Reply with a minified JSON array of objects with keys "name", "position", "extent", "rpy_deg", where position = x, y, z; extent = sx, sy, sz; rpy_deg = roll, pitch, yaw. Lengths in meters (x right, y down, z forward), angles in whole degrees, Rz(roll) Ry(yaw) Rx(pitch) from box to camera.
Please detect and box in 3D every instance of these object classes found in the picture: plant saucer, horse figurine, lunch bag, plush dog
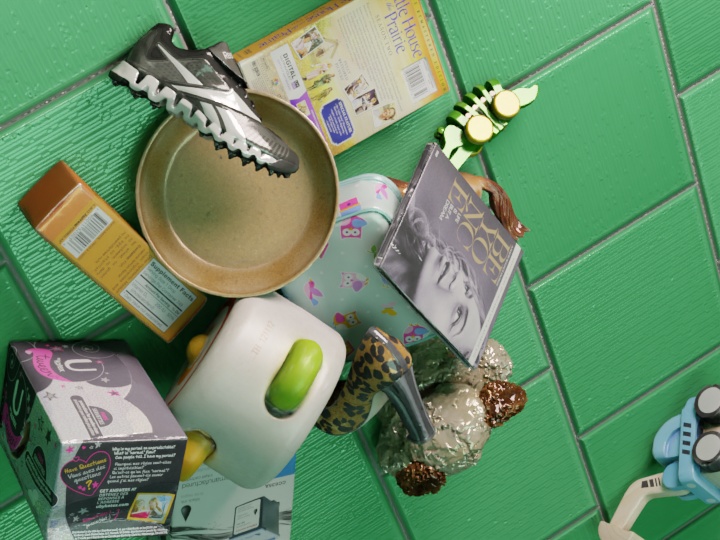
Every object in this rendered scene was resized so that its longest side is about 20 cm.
[{"name":"plant saucer","position":[-0.120,-0.075,1.575],"extent":[0.197,0.035,0.203],"rpy_deg":[0,92,-5]},{"name":"horse figurine","position":[0.082,-0.057,1.736],"extent":[0.198,0.050,0.134],"rpy_deg":[-13,115,-14]},{"name":"lunch bag","position":[0.000,0.000,1.677],"extent":[0.159,0.078,0.201],"rpy_deg":[-20,129,13]},{"name":"plush dog","position":[0.085,0.154,1.777],"extent":[0.200,0.172,0.160],"rpy_deg":[-46,127,3]}]

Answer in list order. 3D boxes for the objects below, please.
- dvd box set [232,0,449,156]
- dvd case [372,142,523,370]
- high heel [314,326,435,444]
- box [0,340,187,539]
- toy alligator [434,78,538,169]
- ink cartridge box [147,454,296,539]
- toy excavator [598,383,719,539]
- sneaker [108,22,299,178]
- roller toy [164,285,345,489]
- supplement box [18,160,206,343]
[{"name":"dvd box set","position":[-0.018,-0.198,1.620],"extent":[0.199,0.029,0.147],"rpy_deg":[-31,125,-10]},{"name":"dvd case","position":[0.095,-0.012,1.661],"extent":[0.200,0.016,0.150],"rpy_deg":[47,59,-42]},{"name":"high heel","position":[-0.016,0.106,1.702],"extent":[0.071,0.198,0.144],"rpy_deg":[-46,126,-34]},{"name":"box","position":[-0.268,0.161,1.574],"extent":[0.131,0.200,0.116],"rpy_deg":[1,114,-28]},{"name":"toy alligator","position":[0.106,-0.145,1.695],"extent":[0.200,0.059,0.054],"rpy_deg":[-42,87,-16]},{"name":"ink cartridge box","position":[-0.153,0.258,1.762],"extent":[0.145,0.086,0.202],"rpy_deg":[-8,118,-24]},{"name":"toy excavator","position":[0.404,0.262,2.062],"extent":[0.100,0.199,0.196],"rpy_deg":[35,53,-36]},{"name":"sneaker","position":[-0.133,-0.166,1.520],"extent":[0.199,0.066,0.091],"rpy_deg":[32,88,-4]},{"name":"roller toy","position":[-0.116,0.113,1.619],"extent":[0.139,0.183,0.201],"rpy_deg":[33,110,-9]},{"name":"supplement box","position":[-0.241,-0.016,1.578],"extent":[0.069,0.067,0.200],"rpy_deg":[-44,128,-3]}]
